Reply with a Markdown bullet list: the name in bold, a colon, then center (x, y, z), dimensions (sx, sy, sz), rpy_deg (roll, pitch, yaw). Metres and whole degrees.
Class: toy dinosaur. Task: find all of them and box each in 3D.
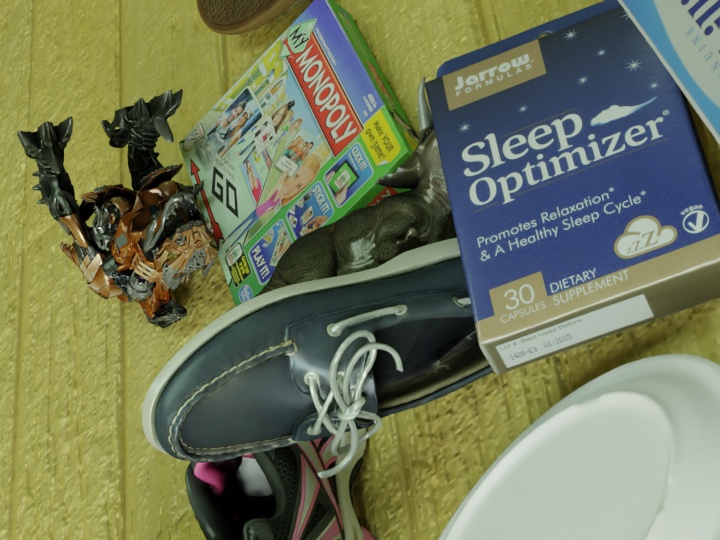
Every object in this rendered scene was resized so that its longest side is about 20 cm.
- **toy dinosaur**: center (0.000, 0.000, 1.108), dimensions (0.200, 0.077, 0.102), rpy_deg (-40, 26, 13)
- **toy dinosaur**: center (-0.148, -0.027, 1.295), dimensions (0.200, 0.102, 0.136), rpy_deg (-17, 91, 43)

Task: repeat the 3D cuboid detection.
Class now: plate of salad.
- **plate of salad**: center (0.091, 0.122, 0.894), dimensions (0.200, 0.048, 0.200), rpy_deg (-41, 22, 21)

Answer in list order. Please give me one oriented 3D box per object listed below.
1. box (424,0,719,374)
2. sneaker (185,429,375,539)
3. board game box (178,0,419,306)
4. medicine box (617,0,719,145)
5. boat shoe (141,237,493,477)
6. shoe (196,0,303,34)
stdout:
- **box**: center (0.098, -0.055, 1.012), dimensions (0.121, 0.032, 0.201), rpy_deg (-20, 48, 12)
- **sneaker**: center (-0.046, 0.095, 1.059), dimensions (0.080, 0.086, 0.200), rpy_deg (-43, 33, 13)
- **board game box**: center (-0.035, -0.065, 1.253), dimensions (0.135, 0.029, 0.200), rpy_deg (-46, 33, 14)
- **medicine box**: center (0.195, -0.071, 0.800), dimensions (0.103, 0.200, 0.182), rpy_deg (-44, 34, 15)
- **boat shoe**: center (-0.003, 0.046, 1.003), dimensions (0.199, 0.075, 0.062), rpy_deg (-18, 39, -25)
- **shoe**: center (-0.026, -0.214, 1.370), dimensions (0.200, 0.053, 0.070), rpy_deg (-36, 68, 32)
